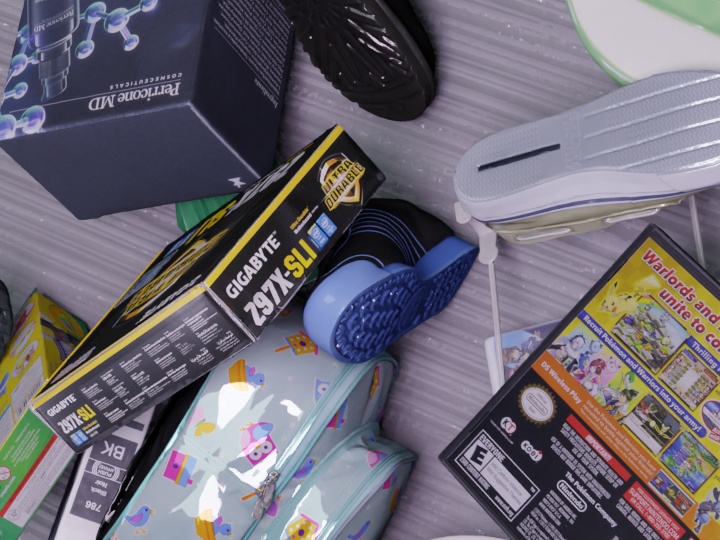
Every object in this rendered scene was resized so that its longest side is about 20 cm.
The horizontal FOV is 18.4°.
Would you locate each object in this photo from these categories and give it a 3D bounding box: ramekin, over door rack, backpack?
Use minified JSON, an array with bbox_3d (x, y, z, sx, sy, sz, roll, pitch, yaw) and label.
[{"bbox_3d":[0.215,-0.175,1.295,0.200,0.098,0.200,-5,79,27],"label":"ramekin"},{"bbox_3d":[0.146,0.032,1.295,0.148,0.067,0.200,-20,60,22],"label":"over door rack"},{"bbox_3d":[-0.053,0.119,1.343,0.153,0.176,0.200,25,96,13],"label":"backpack"}]

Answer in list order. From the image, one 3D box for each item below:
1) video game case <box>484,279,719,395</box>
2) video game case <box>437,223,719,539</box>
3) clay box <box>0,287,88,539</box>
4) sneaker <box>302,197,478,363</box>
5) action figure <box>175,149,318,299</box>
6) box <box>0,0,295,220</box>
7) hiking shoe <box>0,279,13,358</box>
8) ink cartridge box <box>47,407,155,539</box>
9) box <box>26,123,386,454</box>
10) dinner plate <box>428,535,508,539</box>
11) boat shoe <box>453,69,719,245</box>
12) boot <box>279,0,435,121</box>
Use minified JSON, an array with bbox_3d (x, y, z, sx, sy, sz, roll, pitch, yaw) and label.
[{"bbox_3d":[0.173,0.117,1.311,0.182,0.023,0.200,-15,76,24],"label":"video game case"},{"bbox_3d":[0.165,0.103,1.200,0.181,0.025,0.200,-48,57,7],"label":"video game case"},{"bbox_3d":[-0.223,0.092,1.458,0.048,0.200,0.115,32,100,-17],"label":"clay box"},{"bbox_3d":[0.000,0.000,1.318,0.078,0.200,0.070,32,108,15],"label":"sneaker"},{"bbox_3d":[-0.081,-0.050,1.453,0.118,0.055,0.200,-32,61,21],"label":"action figure"},{"bbox_3d":[-0.132,-0.150,1.434,0.148,0.107,0.200,-8,58,26],"label":"box"},{"bbox_3d":[-0.300,0.049,1.505,0.200,0.074,0.087,-43,42,37],"label":"hiking shoe"},{"bbox_3d":[-0.176,0.161,1.416,0.039,0.099,0.200,19,72,-8],"label":"ink cartridge box"},{"bbox_3d":[-0.090,0.012,1.296,0.049,0.160,0.200,48,138,-9],"label":"box"},{"bbox_3d":[0.065,0.256,1.302,0.200,0.024,0.200,1,96,11],"label":"dinner plate"},{"bbox_3d":[0.151,-0.062,1.253,0.200,0.062,0.072,-10,58,29],"label":"boat shoe"},{"bbox_3d":[0.016,-0.218,1.414,0.079,0.211,0.158,-5,35,50],"label":"boot"}]
